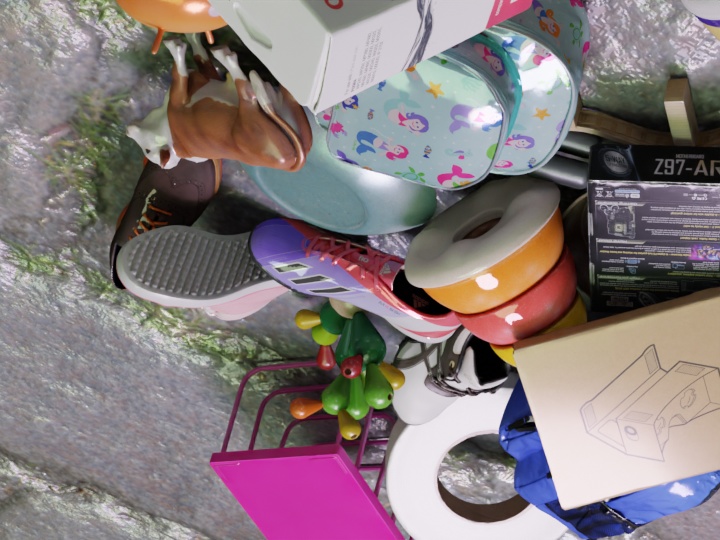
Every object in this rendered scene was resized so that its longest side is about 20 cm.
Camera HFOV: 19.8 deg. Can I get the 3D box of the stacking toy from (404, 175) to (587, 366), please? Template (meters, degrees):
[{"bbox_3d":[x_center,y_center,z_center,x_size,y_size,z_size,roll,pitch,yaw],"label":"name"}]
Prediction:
[{"bbox_3d":[0.141,0.033,1.732,0.146,0.146,0.200,-17,114,37],"label":"stacking toy"}]

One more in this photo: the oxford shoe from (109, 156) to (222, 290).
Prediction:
[{"bbox_3d":[-0.176,-0.050,1.843,0.071,0.073,0.200,23,142,-7],"label":"oxford shoe"}]

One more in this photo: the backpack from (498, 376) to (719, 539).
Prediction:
[{"bbox_3d":[0.234,0.140,1.830,0.168,0.163,0.200,34,151,-23],"label":"backpack"}]

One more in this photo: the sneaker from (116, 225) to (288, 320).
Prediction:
[{"bbox_3d":[-0.143,0.009,1.846,0.200,0.075,0.105,-6,161,-37],"label":"sneaker"}]

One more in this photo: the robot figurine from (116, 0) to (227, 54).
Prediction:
[{"bbox_3d":[-0.125,-0.259,1.485,0.117,0.144,0.200,-1,104,-16],"label":"robot figurine"}]

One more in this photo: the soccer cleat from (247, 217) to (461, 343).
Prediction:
[{"bbox_3d":[0.000,0.000,1.787,0.200,0.068,0.073,25,159,-4],"label":"soccer cleat"}]

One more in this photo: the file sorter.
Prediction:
[{"bbox_3d":[-0.033,0.194,2.054,0.139,0.125,0.200,-6,138,25],"label":"file sorter"}]

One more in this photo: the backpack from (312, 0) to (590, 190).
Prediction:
[{"bbox_3d":[0.071,-0.154,1.565,0.200,0.151,0.178,13,139,-3],"label":"backpack"}]

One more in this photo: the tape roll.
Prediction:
[{"bbox_3d":[0.124,0.191,1.990,0.203,0.037,0.203,0,116,0],"label":"tape roll"}]

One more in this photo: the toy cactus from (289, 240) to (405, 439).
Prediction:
[{"bbox_3d":[-0.016,0.055,1.878,0.102,0.200,0.165,-1,106,-6],"label":"toy cactus"}]

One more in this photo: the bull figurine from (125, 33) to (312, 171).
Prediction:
[{"bbox_3d":[-0.116,-0.134,1.667,0.200,0.065,0.122,11,121,42],"label":"bull figurine"}]

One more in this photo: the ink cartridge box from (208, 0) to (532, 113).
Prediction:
[{"bbox_3d":[0.007,-0.217,1.421,0.145,0.200,0.084,49,150,22],"label":"ink cartridge box"}]

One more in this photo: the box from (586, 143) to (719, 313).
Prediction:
[{"bbox_3d":[0.284,-0.029,1.659,0.200,0.044,0.160,2,138,10],"label":"box"}]

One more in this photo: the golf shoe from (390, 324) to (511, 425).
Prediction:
[{"bbox_3d":[0.086,0.084,1.858,0.078,0.095,0.200,21,126,-18],"label":"golf shoe"}]

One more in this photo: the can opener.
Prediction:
[{"bbox_3d":[0.097,-0.113,1.689,0.200,0.053,0.066,14,174,6],"label":"can opener"}]

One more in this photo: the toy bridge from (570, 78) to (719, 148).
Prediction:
[{"bbox_3d":[0.255,-0.121,1.627,0.200,0.027,0.067,0,140,20],"label":"toy bridge"}]

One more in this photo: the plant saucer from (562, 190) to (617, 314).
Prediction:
[{"bbox_3d":[0.266,-0.023,1.743,0.200,0.035,0.200,11,142,9],"label":"plant saucer"}]

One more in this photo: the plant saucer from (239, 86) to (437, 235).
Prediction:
[{"bbox_3d":[-0.034,-0.079,1.737,0.201,0.039,0.201,21,156,10],"label":"plant saucer"}]

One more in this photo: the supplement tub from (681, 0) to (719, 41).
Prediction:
[{"bbox_3d":[0.328,-0.181,1.427,0.145,0.145,0.200,-24,127,41],"label":"supplement tub"}]

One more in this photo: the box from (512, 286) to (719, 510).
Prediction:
[{"bbox_3d":[0.242,0.105,1.699,0.200,0.021,0.164,-16,115,8],"label":"box"}]
